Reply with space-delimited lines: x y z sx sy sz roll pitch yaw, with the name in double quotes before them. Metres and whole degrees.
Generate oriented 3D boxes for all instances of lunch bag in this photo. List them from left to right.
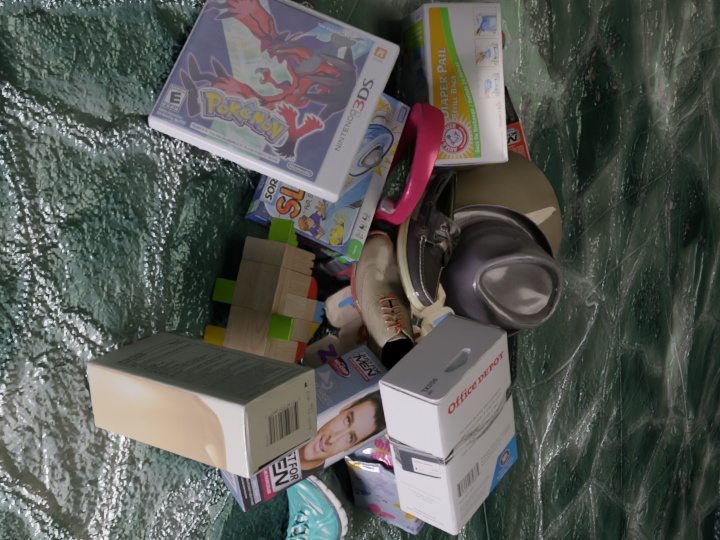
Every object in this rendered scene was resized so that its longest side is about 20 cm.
"lunch bag" 0.073 0.216 1.321 0.170 0.127 0.200 84 29 -53

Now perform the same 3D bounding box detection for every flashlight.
"flashlight" 0.000 0.000 1.255 0.068 0.068 0.200 -51 146 2

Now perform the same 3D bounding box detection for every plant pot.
"plant pot" 0.137 -0.051 1.359 0.200 0.187 0.188 -21 115 -36

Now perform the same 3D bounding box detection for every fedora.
"fedora" 0.177 0.012 1.259 0.200 0.090 0.177 23 94 -28

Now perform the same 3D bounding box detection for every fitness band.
"fitness band" 0.047 -0.125 1.201 0.037 0.200 0.144 20 82 -13

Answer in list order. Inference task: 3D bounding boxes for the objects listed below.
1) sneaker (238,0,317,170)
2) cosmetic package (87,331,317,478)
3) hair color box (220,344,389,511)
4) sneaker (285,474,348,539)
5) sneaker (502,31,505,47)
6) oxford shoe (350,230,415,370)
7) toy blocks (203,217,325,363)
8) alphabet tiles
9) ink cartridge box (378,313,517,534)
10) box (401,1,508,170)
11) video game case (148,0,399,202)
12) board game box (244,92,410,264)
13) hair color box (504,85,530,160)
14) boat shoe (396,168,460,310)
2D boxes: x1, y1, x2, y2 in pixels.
"sneaker" -0.074 -0.202 1.061 0.077 0.091 0.201 22 76 -32
"cosmetic package" -0.149 0.120 0.939 0.105 0.200 0.071 -22 116 -50
"hair color box" -0.060 0.174 1.114 0.200 0.061 0.099 -26 138 -22
"sneaker" -0.061 0.331 1.226 0.080 0.077 0.201 -29 121 -39
"sneaker" 0.144 -0.253 1.410 0.200 0.075 0.088 -58 148 -17
"oxford shoe" 0.037 0.053 1.165 0.070 0.075 0.201 -11 97 -19
"toy blocks" -0.090 0.050 1.120 0.137 0.100 0.201 19 82 -67
"alphabet tiles" 0.034 0.102 1.214 0.195 0.015 0.200 -29 102 -16
"ink cartridge box" 0.105 0.173 1.146 0.145 0.084 0.201 -40 134 -38
"box" 0.118 -0.230 1.277 0.101 0.112 0.201 -4 94 -13
"video game case" -0.082 -0.185 0.998 0.023 0.199 0.183 115 -4 -71
"board game box" -0.035 -0.125 1.143 0.135 0.034 0.201 24 74 -22
"hair color box" 0.222 -0.159 1.498 0.111 0.064 0.200 -96 167 -52
"boat shoe" 0.086 -0.047 1.200 0.072 0.066 0.201 54 32 -45
